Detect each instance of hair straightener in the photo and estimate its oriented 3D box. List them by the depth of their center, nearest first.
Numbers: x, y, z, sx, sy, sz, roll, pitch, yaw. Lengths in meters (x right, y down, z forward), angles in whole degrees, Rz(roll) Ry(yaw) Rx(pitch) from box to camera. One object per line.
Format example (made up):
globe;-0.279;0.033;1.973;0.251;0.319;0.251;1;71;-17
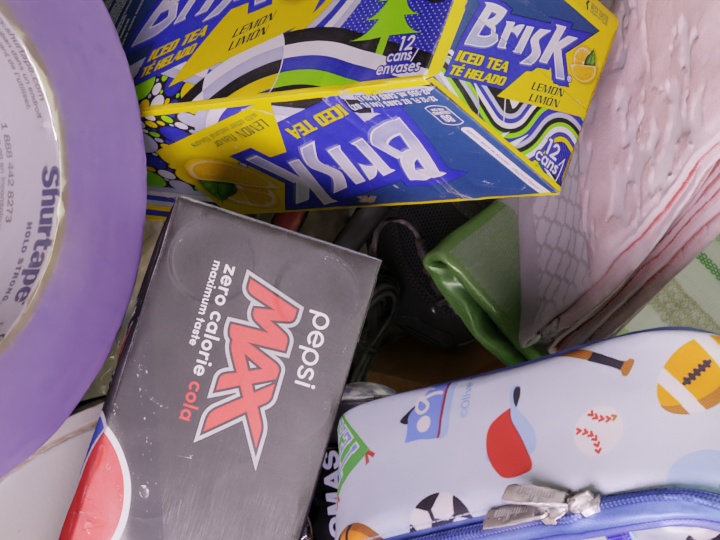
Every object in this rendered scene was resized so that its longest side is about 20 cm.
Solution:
hair straightener;0.000;0.000;0.927;0.077;0.041;0.200;29;86;1

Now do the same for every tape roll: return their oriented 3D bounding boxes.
tape roll;-0.166;-0.027;0.787;0.200;0.085;0.201;2;88;-43

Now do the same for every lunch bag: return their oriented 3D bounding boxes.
lunch bag;0.092;0.089;0.788;0.200;0.160;0.076;35;52;-44

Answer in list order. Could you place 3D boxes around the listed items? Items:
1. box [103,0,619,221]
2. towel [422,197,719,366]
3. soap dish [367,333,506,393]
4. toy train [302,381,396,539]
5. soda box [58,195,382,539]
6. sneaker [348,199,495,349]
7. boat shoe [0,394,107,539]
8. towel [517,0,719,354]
box;-0.018;-0.062;0.846;0.070;0.200;0.064;36;65;-37
towel;0.127;0.008;0.955;0.149;0.031;0.200;47;48;10
soap dish;0.084;0.104;1.024;0.157;0.081;0.201;-25;105;-41
toy train;0.027;0.136;0.892;0.114;0.086;0.201;-3;84;-49
soda box;-0.055;0.084;0.801;0.071;0.063;0.201;17;81;-5
sneaker;0.054;-0.068;0.984;0.074;0.085;0.201;24;66;-12
boat shoe;-0.135;0.106;0.830;0.200;0.062;0.075;-48;123;-30
towel;0.089;-0.093;0.839;0.032;0.191;0.201;7;64;-15
